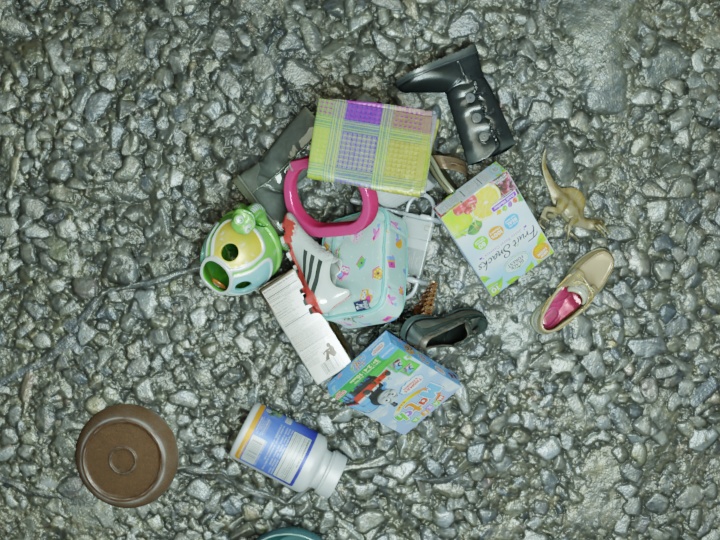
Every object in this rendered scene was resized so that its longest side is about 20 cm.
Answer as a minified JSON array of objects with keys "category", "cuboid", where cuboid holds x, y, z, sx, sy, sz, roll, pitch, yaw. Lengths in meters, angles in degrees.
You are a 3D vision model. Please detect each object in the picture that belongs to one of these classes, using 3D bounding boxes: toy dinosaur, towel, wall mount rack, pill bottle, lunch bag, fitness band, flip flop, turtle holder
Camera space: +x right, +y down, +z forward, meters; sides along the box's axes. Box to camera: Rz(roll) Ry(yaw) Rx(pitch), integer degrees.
[{"category":"toy dinosaur","cuboid":[0.070,0.095,1.480,0.135,0.102,0.201,19,100,-31]},{"category":"towel","cuboid":[0.021,-0.197,1.309,0.198,0.023,0.145,8,80,2]},{"category":"wall mount rack","cuboid":[0.056,-0.053,1.499,0.173,0.074,0.202,15,93,33]},{"category":"toy dinosaur","cuboid":[0.367,-0.118,1.506,0.200,0.058,0.101,46,78,-10]},{"category":"pill bottle","cuboid":[-0.129,0.334,1.502,0.199,0.112,0.113,27,93,-2]},{"category":"lunch bag","cuboid":[0.000,0.000,1.421,0.159,0.077,0.202,-11,65,36]},{"category":"fitness band","cuboid":[-0.055,-0.127,1.390,0.199,0.037,0.145,-2,111,41]},{"category":"flip flop","cuboid":[0.156,-0.192,1.483,0.057,0.081,0.201,-37,87,15]},{"category":"turtle holder","cuboid":[-0.205,-0.032,1.435,0.185,0.132,0.141,-24,107,45]}]

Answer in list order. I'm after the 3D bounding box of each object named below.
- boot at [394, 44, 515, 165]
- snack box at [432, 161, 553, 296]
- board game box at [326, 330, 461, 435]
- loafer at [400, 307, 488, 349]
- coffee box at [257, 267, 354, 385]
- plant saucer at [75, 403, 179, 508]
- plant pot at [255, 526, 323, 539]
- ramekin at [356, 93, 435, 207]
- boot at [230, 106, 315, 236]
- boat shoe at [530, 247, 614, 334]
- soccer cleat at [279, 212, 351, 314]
[{"category":"boot","cuboid":[0.171,-0.285,1.488,0.164,0.066,0.201,-22,97,4]},{"category":"snack box","cuboid":[0.239,-0.072,1.463,0.142,0.053,0.200,-35,120,3]},{"category":"board game box","cuboid":[0.062,0.205,1.460,0.151,0.037,0.199,-43,128,18]},{"category":"loafer","cuboid":[0.161,0.113,1.459,0.199,0.063,0.072,-3,119,-38]},{"category":"coffee box","cuboid":[-0.096,0.094,1.486,0.079,0.113,0.201,-32,92,3]},{"category":"plant saucer","cuboid":[-0.444,0.355,1.545,0.198,0.034,0.202,0,94,0]},{"category":"plant pot","cuboid":[-0.128,0.556,1.503,0.198,0.135,0.202,0,94,0]},{"category":"ramekin","cuboid":[0.035,-0.201,1.431,0.094,0.202,0.203,-37,93,14]},{"category":"boot","cuboid":[-0.114,-0.170,1.499,0.200,0.073,0.182,-39,94,-4]},{"category":"boat shoe","cuboid":[0.396,0.043,1.498,0.074,0.069,0.200,40,93,-2]},{"category":"soccer cleat","cuboid":[-0.078,-0.019,1.393,0.085,0.069,0.201,-22,62,0]}]
